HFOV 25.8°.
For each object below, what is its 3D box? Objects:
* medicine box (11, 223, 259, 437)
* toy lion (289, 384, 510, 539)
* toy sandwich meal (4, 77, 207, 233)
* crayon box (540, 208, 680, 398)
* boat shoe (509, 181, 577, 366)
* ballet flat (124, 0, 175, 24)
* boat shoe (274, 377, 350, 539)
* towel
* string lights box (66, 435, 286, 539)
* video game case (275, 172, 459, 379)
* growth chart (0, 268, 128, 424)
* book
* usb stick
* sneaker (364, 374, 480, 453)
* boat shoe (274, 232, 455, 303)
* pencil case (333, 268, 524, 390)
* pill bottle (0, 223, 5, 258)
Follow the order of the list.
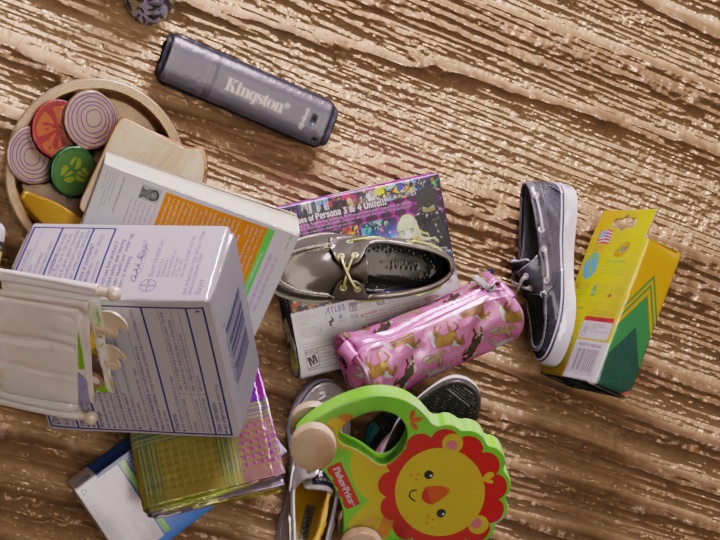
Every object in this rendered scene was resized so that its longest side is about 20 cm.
[{"bbox_3d":[-0.211,0.056,1.476,0.197,0.104,0.184,2,134,10],"label":"medicine box"},{"bbox_3d":[0.048,0.200,1.568,0.190,0.069,0.202,-23,109,6],"label":"toy lion"},{"bbox_3d":[-0.253,-0.095,1.560,0.203,0.070,0.208,-1,92,-20],"label":"toy sandwich meal"},{"bbox_3d":[0.279,0.034,1.722,0.050,0.127,0.202,23,84,-19],"label":"crayon box"},{"bbox_3d":[0.195,0.002,1.721,0.067,0.072,0.203,5,87,-21],"label":"boat shoe"},{"bbox_3d":[-0.210,-0.350,1.571,0.071,0.072,0.203,0,92,-19],"label":"ballet flat"},{"bbox_3d":[-0.045,0.214,1.641,0.070,0.070,0.203,13,87,-19],"label":"boat shoe"},{"bbox_3d":[-0.161,0.142,1.555,0.142,0.023,0.202,-14,61,-3],"label":"towel"},{"bbox_3d":[-0.186,0.199,1.597,0.199,0.059,0.103,-36,102,-16],"label":"string lights box"},{"bbox_3d":[0.006,0.004,1.672,0.198,0.036,0.184,-14,97,-19],"label":"video game case"},{"bbox_3d":[-0.282,0.071,1.421,0.143,0.201,0.018,15,45,-2],"label":"growth chart"},{"bbox_3d":[-0.175,-0.020,1.527,0.198,0.048,0.135,19,114,-15],"label":"book"},{"bbox_3d":[-0.118,-0.185,1.626,0.198,0.033,0.056,22,83,-19],"label":"usb stick"},{"bbox_3d":[0.061,0.172,1.649,0.083,0.121,0.201,32,112,-9],"label":"sneaker"},{"bbox_3d":[0.000,-0.003,1.618,0.199,0.060,0.073,-2,92,-20],"label":"boat shoe"},{"bbox_3d":[0.070,0.069,1.636,0.198,0.083,0.087,-24,107,-16],"label":"pencil case"},{"bbox_3d":[-0.409,0.044,1.486,0.111,0.112,0.203,12,87,-19],"label":"pill bottle"}]
